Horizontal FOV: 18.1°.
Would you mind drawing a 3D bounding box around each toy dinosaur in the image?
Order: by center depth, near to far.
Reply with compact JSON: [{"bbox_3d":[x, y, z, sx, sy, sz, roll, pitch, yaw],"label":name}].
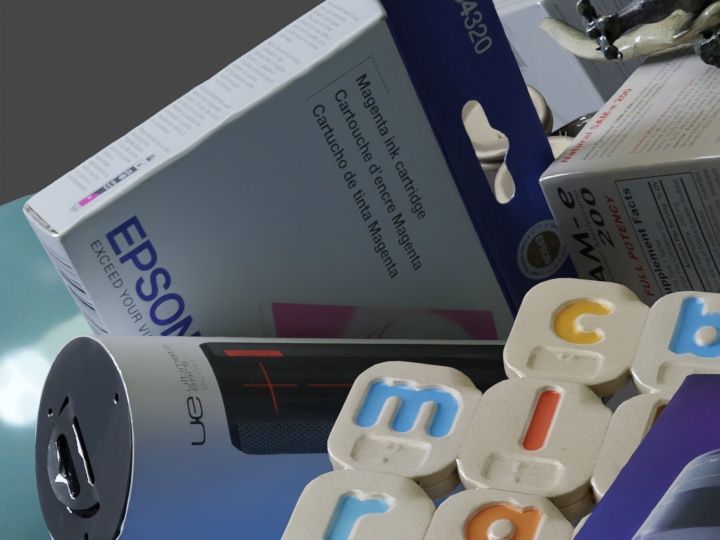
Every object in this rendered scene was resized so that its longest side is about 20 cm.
[{"bbox_3d":[0.138,-0.102,0.905,0.200,0.048,0.088,-9,12,38],"label":"toy dinosaur"}]

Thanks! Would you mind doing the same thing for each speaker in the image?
[{"bbox_3d":[-0.013,0.064,0.811,0.200,0.081,0.081,2,-8,-32],"label":"speaker"}]

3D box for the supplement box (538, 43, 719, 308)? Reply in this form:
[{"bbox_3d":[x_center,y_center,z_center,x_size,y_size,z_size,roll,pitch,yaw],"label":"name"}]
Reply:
[{"bbox_3d":[0.189,-0.048,0.885,0.200,0.074,0.126,-5,30,42],"label":"supplement box"}]

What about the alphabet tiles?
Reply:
[{"bbox_3d":[0.082,0.072,0.634,0.200,0.015,0.196,6,40,17],"label":"alphabet tiles"}]

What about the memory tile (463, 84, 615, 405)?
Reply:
[{"bbox_3d":[0.054,0.000,0.999,0.153,0.017,0.200,-31,44,-5],"label":"memory tile"}]

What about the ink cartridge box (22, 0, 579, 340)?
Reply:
[{"bbox_3d":[0.000,0.000,0.865,0.200,0.196,0.043,-35,35,-12],"label":"ink cartridge box"}]

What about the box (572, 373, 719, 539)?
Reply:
[{"bbox_3d":[0.140,0.088,0.480,0.200,0.079,0.141,-3,33,37],"label":"box"}]

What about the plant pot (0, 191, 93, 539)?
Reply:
[{"bbox_3d":[-0.094,0.073,0.975,0.201,0.201,0.161,-38,24,-16],"label":"plant pot"}]

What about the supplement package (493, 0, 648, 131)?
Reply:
[{"bbox_3d":[0.166,-0.145,1.259,0.200,0.120,0.121,-40,13,-24],"label":"supplement package"}]

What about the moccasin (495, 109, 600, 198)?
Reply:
[{"bbox_3d":[0.157,-0.051,1.050,0.201,0.074,0.078,-26,-25,19],"label":"moccasin"}]
